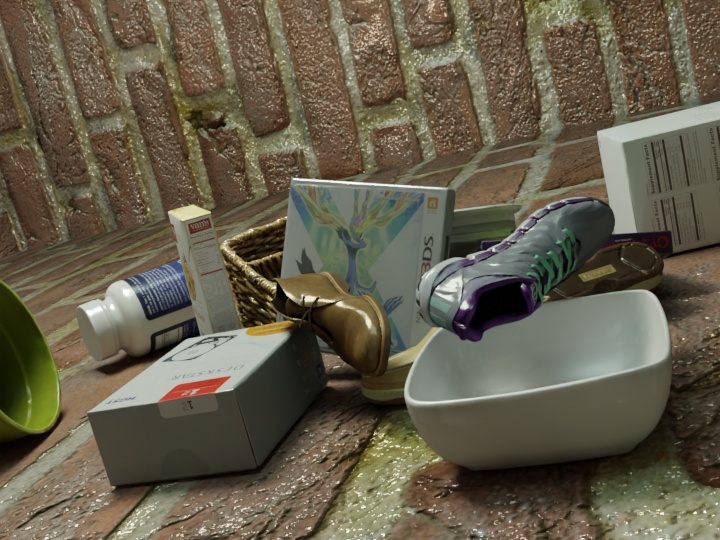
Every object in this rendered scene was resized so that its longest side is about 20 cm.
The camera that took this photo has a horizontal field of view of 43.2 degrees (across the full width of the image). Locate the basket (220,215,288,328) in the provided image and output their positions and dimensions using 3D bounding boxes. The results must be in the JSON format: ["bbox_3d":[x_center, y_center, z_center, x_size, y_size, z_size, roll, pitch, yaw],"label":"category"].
[{"bbox_3d":[-0.057,0.004,1.165,0.199,0.151,0.142,-22,14,-37],"label":"basket"}]

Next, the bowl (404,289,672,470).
[{"bbox_3d":[0.141,0.088,0.706,0.198,0.076,0.200,-10,12,17],"label":"bowl"}]

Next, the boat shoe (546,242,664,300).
[{"bbox_3d":[0.207,0.033,0.909,0.200,0.075,0.075,-9,44,-9],"label":"boat shoe"}]

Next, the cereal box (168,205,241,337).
[{"bbox_3d":[-0.179,0.026,1.075,0.039,0.202,0.144,-17,11,-16],"label":"cereal box"}]

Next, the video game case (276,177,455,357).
[{"bbox_3d":[0.000,0.000,0.954,0.198,0.185,0.022,7,2,33],"label":"video game case"}]

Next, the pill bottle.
[{"bbox_3d":[-0.297,0.056,1.304,0.198,0.112,0.111,-21,13,-31],"label":"pill bottle"}]

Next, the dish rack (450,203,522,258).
[{"bbox_3d":[0.085,-0.027,1.065,0.170,0.044,0.200,-9,-8,-17],"label":"dish rack"}]

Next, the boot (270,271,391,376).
[{"bbox_3d":[-0.031,0.049,0.860,0.075,0.075,0.200,6,12,-25],"label":"boot"}]

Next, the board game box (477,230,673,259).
[{"bbox_3d":[0.227,-0.015,0.998,0.197,0.033,0.120,-3,-6,3],"label":"board game box"}]

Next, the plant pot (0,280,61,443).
[{"bbox_3d":[-0.483,0.132,1.039,0.191,0.202,0.200,-25,11,4],"label":"plant pot"}]

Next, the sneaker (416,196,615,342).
[{"bbox_3d":[0.149,0.006,0.768,0.199,0.075,0.087,-28,28,-13],"label":"sneaker"}]

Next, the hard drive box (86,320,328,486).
[{"bbox_3d":[-0.138,0.123,0.883,0.154,0.078,0.200,-11,12,19],"label":"hard drive box"}]

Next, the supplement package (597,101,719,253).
[{"bbox_3d":[0.423,-0.121,1.150,0.198,0.152,0.152,-13,12,6],"label":"supplement package"}]

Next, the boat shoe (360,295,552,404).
[{"bbox_3d":[0.090,0.068,0.851,0.198,0.077,0.072,-16,14,7],"label":"boat shoe"}]
